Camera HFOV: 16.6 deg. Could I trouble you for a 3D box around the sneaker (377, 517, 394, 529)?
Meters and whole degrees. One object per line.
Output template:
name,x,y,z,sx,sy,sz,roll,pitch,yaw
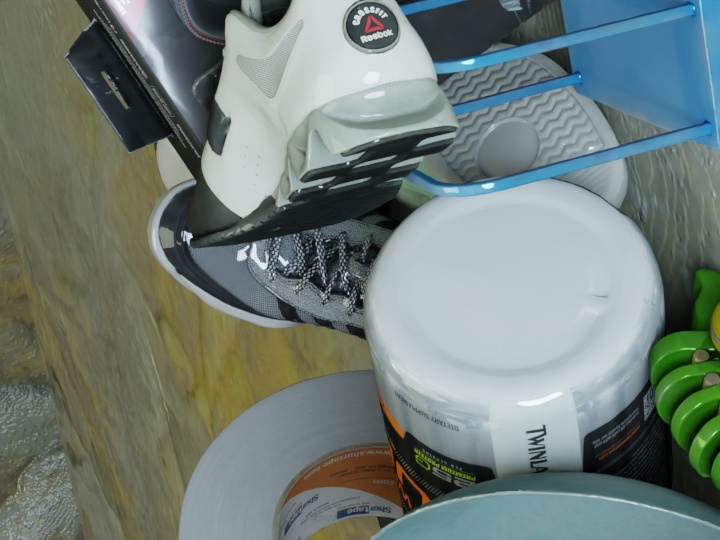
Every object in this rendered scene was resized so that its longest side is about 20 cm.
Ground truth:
sneaker,0.017,0.123,1.427,0.200,0.073,0.112,167,90,-74

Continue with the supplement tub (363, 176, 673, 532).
supplement tub,0.071,0.064,1.046,0.200,0.122,0.123,78,169,-52

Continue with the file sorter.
file sorter,0.053,-0.142,0.943,0.139,0.122,0.201,-145,43,-67

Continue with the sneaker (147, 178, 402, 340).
sneaker,0.000,0.000,1.151,0.114,0.199,0.076,175,113,-81

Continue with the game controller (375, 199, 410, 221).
game controller,0.022,-0.011,1.367,0.105,0.042,0.200,64,169,-18

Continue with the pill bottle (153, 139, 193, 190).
pill bottle,-0.060,-0.097,1.354,0.116,0.115,0.201,94,166,-52

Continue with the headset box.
headset box,-0.032,-0.127,1.043,0.149,0.200,0.075,57,170,-17

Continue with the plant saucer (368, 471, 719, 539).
plant saucer,0.096,0.128,0.986,0.201,0.200,0.039,97,-174,-55

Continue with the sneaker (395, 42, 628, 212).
sneaker,0.066,-0.049,1.130,0.200,0.074,0.118,31,170,44

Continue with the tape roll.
tape roll,0.008,0.148,1.237,0.066,0.199,0.201,94,156,-50

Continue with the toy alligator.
toy alligator,0.154,0.074,0.912,0.059,0.054,0.200,90,159,-45

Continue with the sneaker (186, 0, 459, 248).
sneaker,-0.023,-0.064,0.928,0.200,0.074,0.089,-35,71,64
